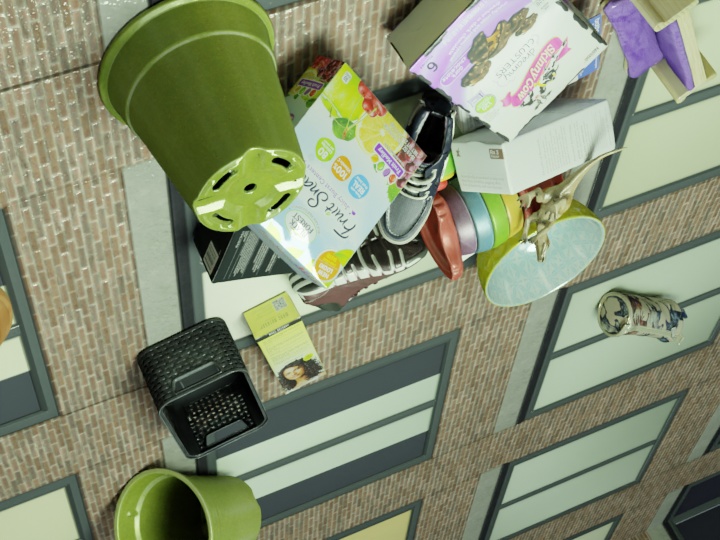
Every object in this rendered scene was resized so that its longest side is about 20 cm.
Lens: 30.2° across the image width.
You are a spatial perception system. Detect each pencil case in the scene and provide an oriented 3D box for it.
[{"bbox_3d":[0.505,0.086,2.395,0.199,0.089,0.078,7,118,-45],"label":"pencil case"}]

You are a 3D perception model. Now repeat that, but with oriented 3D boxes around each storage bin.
[{"bbox_3d":[-0.222,0.170,1.899,0.134,0.094,0.200,-25,151,-7],"label":"storage bin"}]

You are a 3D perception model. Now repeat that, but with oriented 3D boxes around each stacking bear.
[{"bbox_3d":[0.182,-0.087,1.777,0.199,0.114,0.122,-22,113,-11],"label":"stacking bear"}]

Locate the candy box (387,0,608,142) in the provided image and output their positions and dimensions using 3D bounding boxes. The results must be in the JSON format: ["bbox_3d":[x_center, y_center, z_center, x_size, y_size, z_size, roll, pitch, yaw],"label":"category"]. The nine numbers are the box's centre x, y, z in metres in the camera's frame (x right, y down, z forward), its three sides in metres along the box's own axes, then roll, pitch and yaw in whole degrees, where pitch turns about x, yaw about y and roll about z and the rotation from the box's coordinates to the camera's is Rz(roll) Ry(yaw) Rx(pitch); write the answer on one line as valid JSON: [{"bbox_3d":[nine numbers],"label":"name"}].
[{"bbox_3d":[0.160,-0.263,1.529,0.168,0.072,0.199,-45,135,18],"label":"candy box"}]

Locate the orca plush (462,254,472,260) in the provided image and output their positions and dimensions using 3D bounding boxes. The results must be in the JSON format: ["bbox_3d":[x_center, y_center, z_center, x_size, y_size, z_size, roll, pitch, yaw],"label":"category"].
[{"bbox_3d":[0.172,-0.093,1.848,0.199,0.105,0.071,-35,126,8],"label":"orca plush"}]

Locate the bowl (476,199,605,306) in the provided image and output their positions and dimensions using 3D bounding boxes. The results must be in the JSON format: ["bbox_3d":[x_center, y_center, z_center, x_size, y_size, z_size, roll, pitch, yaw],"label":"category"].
[{"bbox_3d":[0.244,-0.050,1.941,0.199,0.108,0.201,-22,150,-13],"label":"bowl"}]

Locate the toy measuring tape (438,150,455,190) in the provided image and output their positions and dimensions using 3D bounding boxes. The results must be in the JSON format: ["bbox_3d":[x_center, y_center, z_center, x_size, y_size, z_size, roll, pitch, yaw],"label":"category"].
[{"bbox_3d":[0.122,-0.146,1.717,0.198,0.074,0.074,-17,149,-11],"label":"toy measuring tape"}]

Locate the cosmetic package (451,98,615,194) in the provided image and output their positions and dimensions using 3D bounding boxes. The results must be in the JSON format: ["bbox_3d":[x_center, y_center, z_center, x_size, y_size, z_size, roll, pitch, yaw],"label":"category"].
[{"bbox_3d":[0.223,-0.161,1.705,0.199,0.101,0.075,-26,111,-32],"label":"cosmetic package"}]

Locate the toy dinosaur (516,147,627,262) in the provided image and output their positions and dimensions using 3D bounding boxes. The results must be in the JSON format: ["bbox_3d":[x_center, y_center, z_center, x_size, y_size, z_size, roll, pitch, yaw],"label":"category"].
[{"bbox_3d":[0.253,-0.092,1.716,0.101,0.058,0.201,-23,150,-49],"label":"toy dinosaur"}]

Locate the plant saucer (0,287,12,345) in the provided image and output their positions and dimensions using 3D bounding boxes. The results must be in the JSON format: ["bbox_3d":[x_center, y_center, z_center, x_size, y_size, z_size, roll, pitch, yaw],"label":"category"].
[{"bbox_3d":[-0.506,0.081,1.574,0.199,0.038,0.201,-21,149,-13],"label":"plant saucer"}]

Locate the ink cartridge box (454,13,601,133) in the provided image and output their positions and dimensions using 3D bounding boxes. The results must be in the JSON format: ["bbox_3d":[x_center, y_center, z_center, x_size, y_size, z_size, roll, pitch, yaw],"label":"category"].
[{"bbox_3d":[0.204,-0.255,1.660,0.199,0.042,0.120,-24,151,-3],"label":"ink cartridge box"}]

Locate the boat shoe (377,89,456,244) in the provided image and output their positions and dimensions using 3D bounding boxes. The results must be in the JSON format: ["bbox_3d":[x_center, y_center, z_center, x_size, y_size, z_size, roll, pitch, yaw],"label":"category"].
[{"bbox_3d":[0.065,-0.118,1.631,0.074,0.093,0.202,14,108,-1],"label":"boat shoe"}]

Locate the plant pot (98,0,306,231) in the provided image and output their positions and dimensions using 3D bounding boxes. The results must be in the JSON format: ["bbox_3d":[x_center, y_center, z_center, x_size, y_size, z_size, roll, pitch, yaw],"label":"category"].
[{"bbox_3d":[-0.147,-0.149,1.372,0.199,0.191,0.201,-20,149,-13],"label":"plant pot"}]

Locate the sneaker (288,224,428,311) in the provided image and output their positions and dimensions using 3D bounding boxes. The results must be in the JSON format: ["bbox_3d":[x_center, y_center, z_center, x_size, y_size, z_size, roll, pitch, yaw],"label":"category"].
[{"bbox_3d":[0.000,0.000,1.860,0.198,0.076,0.116,-16,155,-2],"label":"sneaker"}]

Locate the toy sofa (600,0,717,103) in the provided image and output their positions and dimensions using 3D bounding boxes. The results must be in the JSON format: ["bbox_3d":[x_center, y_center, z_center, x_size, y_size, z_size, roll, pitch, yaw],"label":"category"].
[{"bbox_3d":[0.385,-0.296,1.710,0.097,0.083,0.200,-33,150,6],"label":"toy sofa"}]

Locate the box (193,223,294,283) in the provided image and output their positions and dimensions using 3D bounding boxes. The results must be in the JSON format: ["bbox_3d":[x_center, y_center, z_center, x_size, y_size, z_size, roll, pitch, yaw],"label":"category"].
[{"bbox_3d":[-0.105,-0.082,1.624,0.140,0.079,0.201,-5,142,-32],"label":"box"}]

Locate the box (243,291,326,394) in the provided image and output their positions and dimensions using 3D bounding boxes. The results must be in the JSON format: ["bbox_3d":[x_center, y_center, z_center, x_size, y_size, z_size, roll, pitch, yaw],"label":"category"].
[{"bbox_3d":[-0.108,0.109,1.945,0.075,0.050,0.200,-27,150,-3],"label":"box"}]

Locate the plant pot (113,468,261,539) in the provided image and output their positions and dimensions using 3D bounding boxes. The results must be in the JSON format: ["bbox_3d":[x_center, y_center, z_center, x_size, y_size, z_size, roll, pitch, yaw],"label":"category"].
[{"bbox_3d":[-0.264,0.409,2.160,0.200,0.201,0.184,-44,159,25],"label":"plant pot"}]

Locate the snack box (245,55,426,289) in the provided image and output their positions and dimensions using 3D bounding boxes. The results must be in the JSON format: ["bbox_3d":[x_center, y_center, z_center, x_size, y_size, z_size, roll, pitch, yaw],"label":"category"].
[{"bbox_3d":[-0.043,-0.110,1.509,0.201,0.068,0.169,-53,126,-9],"label":"snack box"}]
